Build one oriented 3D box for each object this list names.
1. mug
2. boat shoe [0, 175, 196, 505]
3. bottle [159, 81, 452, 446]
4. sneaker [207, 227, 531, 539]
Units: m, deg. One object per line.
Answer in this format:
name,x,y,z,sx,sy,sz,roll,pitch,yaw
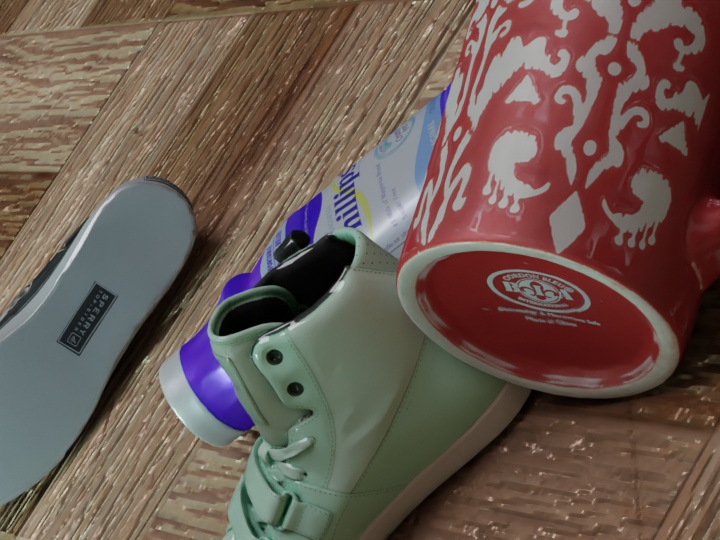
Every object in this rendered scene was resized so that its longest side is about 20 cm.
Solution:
mug,0.106,-0.068,0.964,0.177,0.133,0.200,-17,45,49
boat shoe,-0.151,0.040,1.288,0.200,0.069,0.057,-51,8,-7
bottle,0.000,0.000,1.100,0.200,0.065,0.084,-38,30,21
sneaker,-0.039,0.070,1.012,0.200,0.118,0.074,-48,29,6
